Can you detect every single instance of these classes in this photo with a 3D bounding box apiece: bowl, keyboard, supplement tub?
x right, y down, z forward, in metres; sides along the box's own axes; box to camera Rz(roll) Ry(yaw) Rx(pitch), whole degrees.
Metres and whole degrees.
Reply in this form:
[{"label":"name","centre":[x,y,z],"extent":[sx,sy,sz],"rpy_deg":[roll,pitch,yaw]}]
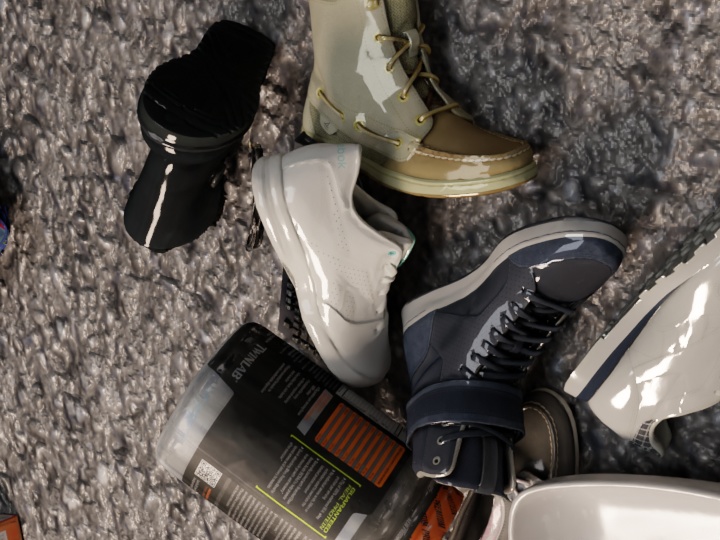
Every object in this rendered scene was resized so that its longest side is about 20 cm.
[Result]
[{"label":"bowl","centre":[0.197,0.220,0.819],"extent":[0.198,0.074,0.203],"rpy_deg":[-3,100,41]},{"label":"keyboard","centre":[-0.047,-0.019,0.962],"extent":[0.127,0.021,0.201],"rpy_deg":[39,142,27]},{"label":"supplement tub","centre":[-0.034,0.139,0.908],"extent":[0.199,0.123,0.123],"rpy_deg":[36,124,5]}]

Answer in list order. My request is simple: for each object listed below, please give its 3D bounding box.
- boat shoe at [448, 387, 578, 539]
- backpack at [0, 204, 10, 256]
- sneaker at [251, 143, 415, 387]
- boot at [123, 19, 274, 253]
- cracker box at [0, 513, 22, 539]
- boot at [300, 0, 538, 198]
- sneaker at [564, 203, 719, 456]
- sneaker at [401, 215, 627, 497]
[{"label":"boat shoe","centre":[0.100,0.178,0.903],"extent":[0.066,0.057,0.202],"rpy_deg":[31,120,31]},{"label":"backpack","centre":[-0.446,-0.009,1.254],"extent":[0.135,0.182,0.200],"rpy_deg":[49,144,-1]},{"label":"sneaker","centre":[0.000,0.000,0.877],"extent":[0.087,0.076,0.201],"rpy_deg":[-16,130,10]},{"label":"boot","centre":[-0.131,-0.078,0.960],"extent":[0.076,0.201,0.169],"rpy_deg":[24,120,-3]},{"label":"cracker box","centre":[-0.438,0.336,1.410],"extent":[0.198,0.057,0.136],"rpy_deg":[-7,96,42]},{"label":"boot","centre":[0.034,-0.138,0.866],"extent":[0.199,0.072,0.157],"rpy_deg":[19,117,41]},{"label":"sneaker","centre":[0.207,0.028,0.773],"extent":[0.080,0.076,0.201],"rpy_deg":[42,130,10]},{"label":"sneaker","centre":[0.098,0.063,0.824],"extent":[0.202,0.076,0.148],"rpy_deg":[-37,43,48]}]
